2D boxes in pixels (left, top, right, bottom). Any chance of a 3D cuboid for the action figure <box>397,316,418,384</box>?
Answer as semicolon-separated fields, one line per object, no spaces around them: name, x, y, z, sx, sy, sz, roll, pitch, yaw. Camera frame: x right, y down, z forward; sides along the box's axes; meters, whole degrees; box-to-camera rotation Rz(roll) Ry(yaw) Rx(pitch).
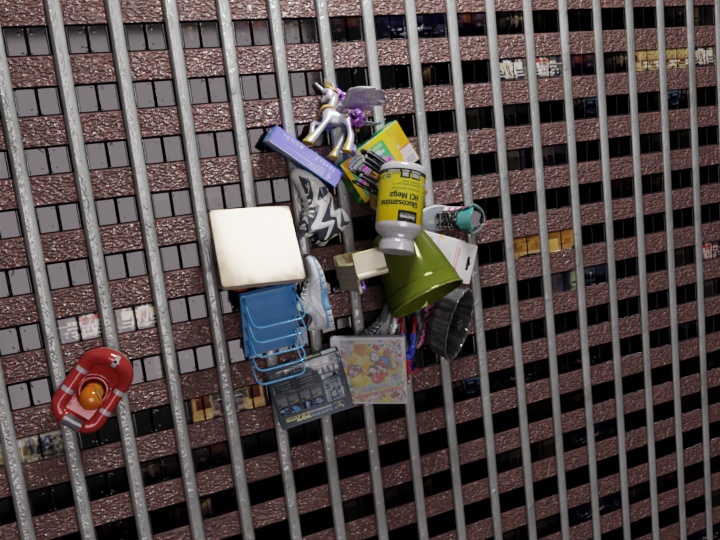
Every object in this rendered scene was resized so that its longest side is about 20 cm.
action figure;0.123;0.235;1.672;0.064;0.099;0.203;2;119;8

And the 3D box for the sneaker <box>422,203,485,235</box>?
sneaker;0.255;-0.136;1.689;0.197;0.120;0.085;-6;98;-20

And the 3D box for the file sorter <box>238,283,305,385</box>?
file sorter;-0.203;0.154;1.498;0.137;0.123;0.202;-13;131;-19

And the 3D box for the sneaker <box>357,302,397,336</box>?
sneaker;0.038;0.177;1.662;0.084;0.077;0.203;18;92;-15

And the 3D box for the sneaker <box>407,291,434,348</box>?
sneaker;0.152;0.112;1.711;0.094;0.079;0.204;12;105;15

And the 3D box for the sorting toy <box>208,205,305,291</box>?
sorting toy;-0.251;-0.046;1.494;0.195;0.070;0.203;-6;65;-22

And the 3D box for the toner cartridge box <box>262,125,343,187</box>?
toner cartridge box;-0.141;-0.277;1.539;0.198;0.095;0.044;33;86;-20

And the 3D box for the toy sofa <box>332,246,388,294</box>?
toy sofa;0.000;0.000;1.563;0.081;0.200;0.099;-15;93;-16

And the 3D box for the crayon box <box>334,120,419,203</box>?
crayon box;0.042;-0.281;1.628;0.199;0.058;0.120;-40;107;-13

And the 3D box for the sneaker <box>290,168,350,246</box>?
sneaker;-0.129;-0.146;1.564;0.130;0.079;0.200;-50;120;-19

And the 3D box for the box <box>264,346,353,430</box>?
box;-0.130;0.301;1.605;0.197;0.051;0.160;-17;100;-5

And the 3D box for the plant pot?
plant pot;0.127;-0.015;1.565;0.198;0.201;0.195;-21;76;-17

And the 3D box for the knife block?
knife block;0.071;-0.240;1.560;0.198;0.064;0.178;-24;127;-25

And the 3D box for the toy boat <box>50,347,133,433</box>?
toy boat;-0.597;0.272;1.400;0.130;0.130;0.202;36;83;-20

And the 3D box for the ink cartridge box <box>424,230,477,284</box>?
ink cartridge box;0.211;-0.038;1.710;0.197;0.067;0.119;13;91;-20

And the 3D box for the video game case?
video game case;0.022;0.260;1.637;0.196;0.023;0.186;-2;103;7

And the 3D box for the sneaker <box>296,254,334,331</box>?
sneaker;-0.127;0.062;1.593;0.085;0.075;0.204;-14;100;-13

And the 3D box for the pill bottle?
pill bottle;0.092;-0.142;1.462;0.111;0.112;0.204;8;82;-21

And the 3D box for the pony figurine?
pony figurine;-0.039;-0.374;1.540;0.190;0.167;0.203;12;70;2

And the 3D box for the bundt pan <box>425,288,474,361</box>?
bundt pan;0.237;0.138;1.695;0.202;0.075;0.205;-39;137;-49
